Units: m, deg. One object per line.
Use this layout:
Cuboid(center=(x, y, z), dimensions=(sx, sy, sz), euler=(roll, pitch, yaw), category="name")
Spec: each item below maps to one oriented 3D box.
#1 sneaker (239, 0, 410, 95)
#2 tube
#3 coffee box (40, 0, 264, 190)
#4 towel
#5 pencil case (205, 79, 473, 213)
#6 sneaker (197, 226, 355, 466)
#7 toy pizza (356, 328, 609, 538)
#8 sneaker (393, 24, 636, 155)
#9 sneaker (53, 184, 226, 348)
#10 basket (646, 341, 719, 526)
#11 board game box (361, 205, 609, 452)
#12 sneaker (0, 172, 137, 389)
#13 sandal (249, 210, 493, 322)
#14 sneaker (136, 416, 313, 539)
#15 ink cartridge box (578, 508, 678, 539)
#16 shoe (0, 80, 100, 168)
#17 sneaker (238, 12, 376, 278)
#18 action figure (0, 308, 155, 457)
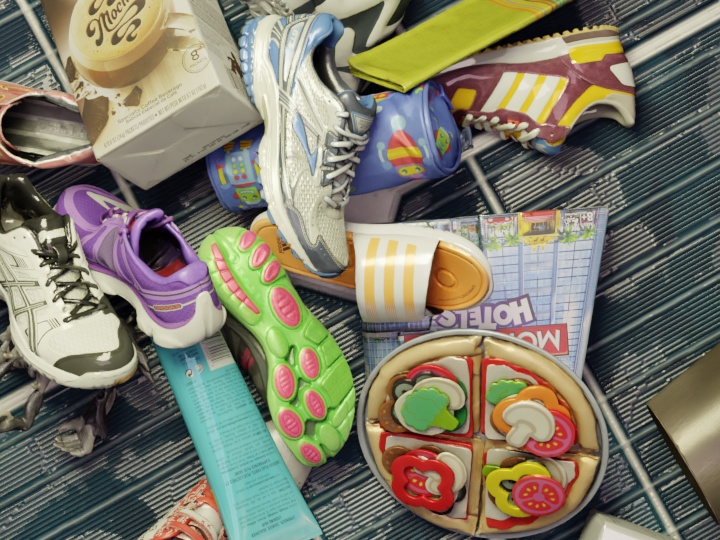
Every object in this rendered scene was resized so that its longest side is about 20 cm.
Cuboid(center=(-0.023, -0.235, 1.442), dimensions=(0.130, 0.079, 0.199), euler=(-53, 131, -13), category="sneaker")
Cuboid(center=(-0.101, 0.124, 1.440), dimensions=(0.077, 0.050, 0.200), euler=(-21, 81, -26), category="tube")
Cuboid(center=(-0.165, -0.179, 1.418), dimensions=(0.113, 0.080, 0.200), euler=(-30, 64, 14), category="coffee box")
Cuboid(center=(0.091, -0.193, 1.447), dimensions=(0.200, 0.086, 0.018), euler=(-30, 117, -21), category="towel")
Cuboid(center=(-0.019, -0.098, 1.446), dimensions=(0.199, 0.087, 0.078), euler=(-9, 135, 22), category="pencil case")
Cuboid(center=(-0.065, 0.058, 1.476), dimensions=(0.077, 0.084, 0.200), euler=(-25, 91, -14), category="sneaker")
Cuboid(center=(0.092, 0.134, 1.457), dimensions=(0.200, 0.032, 0.201), euler=(7, 123, 12), category="toy pizza")
Cuboid(center=(0.120, -0.129, 1.483), dimensions=(0.199, 0.075, 0.090), euler=(-15, 86, -1), category="sneaker")
Cuboid(center=(-0.166, -0.023, 1.430), dimensions=(0.081, 0.200, 0.084), euler=(-26, 132, -30), category="sneaker")
Cuboid(center=(0.337, 0.101, 1.470), dimensions=(0.200, 0.136, 0.181), euler=(-30, 97, 2), category="basket")
Cuboid(center=(0.102, 0.056, 1.492), dimensions=(0.199, 0.062, 0.200), euler=(-5, 91, -2), category="board game box")
Cuboid(center=(-0.234, 0.005, 1.405), dimensions=(0.076, 0.088, 0.200), euler=(-20, 50, -35), category="sneaker")
Cuboid(center=(0.001, 0.006, 1.432), dimensions=(0.206, 0.059, 0.079), euler=(9, 135, 24), category="sandal")
Cuboid(center=(-0.109, 0.194, 1.463), dimensions=(0.201, 0.108, 0.067), euler=(-41, 92, -1), category="sneaker")
Cuboid(center=(0.256, 0.294, 1.491), dimensions=(0.200, 0.084, 0.145), euler=(20, 91, -1), category="ink cartridge box")
Cuboid(center=(-0.288, -0.118, 1.459), dimensions=(0.199, 0.091, 0.072), euler=(7, 91, -2), category="shoe")
Cuboid(center=(-0.029, -0.095, 1.366), dimensions=(0.085, 0.077, 0.201), euler=(-13, 88, 19), category="sneaker")
Cuboid(center=(-0.243, 0.080, 1.461), dimensions=(0.200, 0.102, 0.119), euler=(-24, 66, -36), category="action figure")
